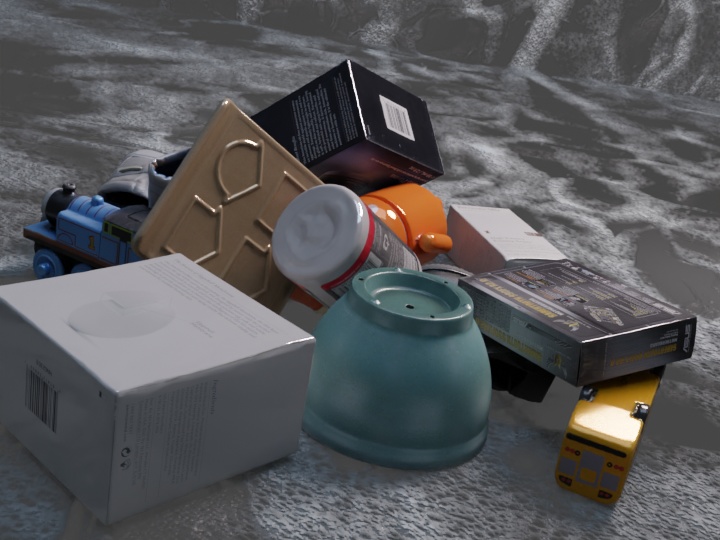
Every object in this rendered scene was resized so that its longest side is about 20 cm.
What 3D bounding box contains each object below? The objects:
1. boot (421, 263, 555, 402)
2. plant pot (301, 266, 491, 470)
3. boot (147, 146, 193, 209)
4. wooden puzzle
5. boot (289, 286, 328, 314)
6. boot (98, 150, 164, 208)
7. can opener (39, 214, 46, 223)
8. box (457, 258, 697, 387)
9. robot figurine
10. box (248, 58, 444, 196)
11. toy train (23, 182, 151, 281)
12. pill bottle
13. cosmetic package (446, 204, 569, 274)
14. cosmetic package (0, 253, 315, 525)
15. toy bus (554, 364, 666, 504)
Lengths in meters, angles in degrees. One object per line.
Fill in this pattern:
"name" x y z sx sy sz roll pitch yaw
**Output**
"boot" 0.125 0.069 1.139 0.164 0.066 0.200 7 26 -3
"plant pot" 0.039 0.079 0.967 0.199 0.135 0.201 10 22 -4
"boot" -0.135 -0.092 1.108 0.199 0.096 0.074 -8 56 -12
"wooden puzzle" -0.129 -0.050 1.057 0.046 0.186 0.200 11 -24 50
"boot" -0.068 -0.028 1.216 0.107 0.075 0.201 35 31 -24
"boot" -0.209 -0.083 1.193 0.199 0.074 0.096 10 39 15
"can opener" -0.297 -0.030 1.181 0.199 0.067 0.053 14 -3 28
"box" 0.220 0.048 1.046 0.158 0.049 0.200 -10 23 -30
"robot figurine" 0.037 -0.049 1.303 0.144 0.117 0.200 47 35 15
"box" -0.026 -0.161 1.355 0.198 0.124 0.200 -23 -21 30
"toy train" -0.278 -0.024 1.098 0.199 0.115 0.087 22 24 24
"pill bottle" 0.000 0.000 1.081 0.110 0.111 0.200 29 -8 38
"cosmetic package" 0.194 -0.023 1.374 0.101 0.074 0.200 2 24 -21
"cosmetic package" -0.181 0.088 0.857 0.199 0.124 0.199 -14 32 -44
"toy bus" 0.248 0.142 0.983 0.065 0.079 0.200 17 22 19
